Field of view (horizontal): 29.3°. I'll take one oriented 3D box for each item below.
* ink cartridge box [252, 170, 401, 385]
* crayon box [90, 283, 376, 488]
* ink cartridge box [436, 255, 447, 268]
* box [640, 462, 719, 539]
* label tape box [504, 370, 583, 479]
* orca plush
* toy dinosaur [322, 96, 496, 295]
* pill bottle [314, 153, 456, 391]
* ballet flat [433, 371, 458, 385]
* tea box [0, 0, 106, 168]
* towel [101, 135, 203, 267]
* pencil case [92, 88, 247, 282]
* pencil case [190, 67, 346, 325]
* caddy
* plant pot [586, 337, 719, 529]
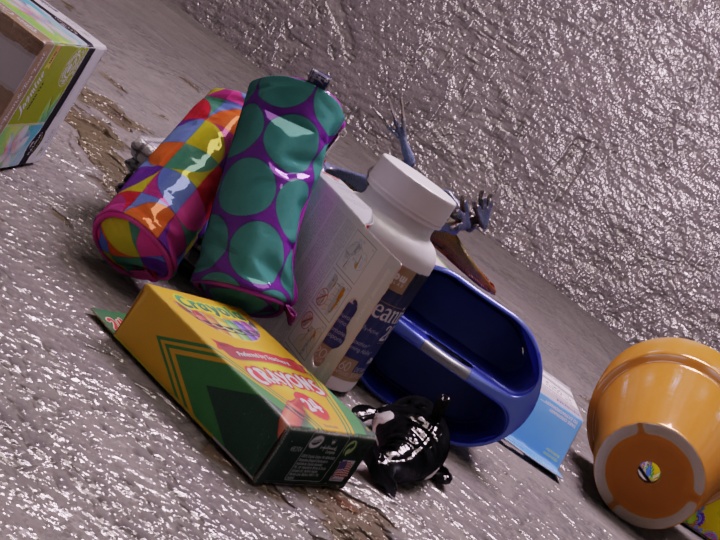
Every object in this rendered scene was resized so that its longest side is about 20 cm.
[{"bbox_3d":[-0.035,0.020,1.153,0.050,0.163,0.200,25,14,-37],"label":"ink cartridge box"},{"bbox_3d":[-0.094,0.076,1.017,0.200,0.051,0.127,40,11,29],"label":"crayon box"},{"bbox_3d":[0.001,-0.044,1.462,0.199,0.048,0.146,20,25,-52],"label":"ink cartridge box"},{"bbox_3d":[0.496,0.289,1.816,0.199,0.123,0.193,33,9,-13],"label":"box"},{"bbox_3d":[0.180,0.147,1.581,0.142,0.066,0.200,34,8,-5],"label":"label tape box"},{"bbox_3d":[0.043,0.127,1.176,0.105,0.071,0.200,38,10,20],"label":"orca plush"},{"bbox_3d":[0.030,-0.061,1.363,0.179,0.203,0.105,6,25,31],"label":"toy dinosaur"},{"bbox_3d":[0.000,0.000,1.257,0.110,0.201,0.111,33,10,-6],"label":"pill bottle"},{"bbox_3d":[0.041,0.069,1.474,0.199,0.074,0.073,33,7,30],"label":"ballet flat"},{"bbox_3d":[-0.355,-0.198,1.193,0.199,0.134,0.197,35,10,-1],"label":"tea box"},{"bbox_3d":[-0.150,-0.046,1.334,0.165,0.086,0.200,37,8,3],"label":"towel"},{"bbox_3d":[-0.144,-0.074,1.185,0.088,0.089,0.200,35,51,4],"label":"pencil case"},{"bbox_3d":[-0.072,-0.062,1.135,0.091,0.202,0.085,18,-19,-6],"label":"pencil case"},{"bbox_3d":[0.082,0.080,1.341,0.199,0.142,0.105,34,6,-1],"label":"caddy"},{"bbox_3d":[0.347,0.200,1.580,0.199,0.201,0.183,36,25,9],"label":"plant pot"}]
